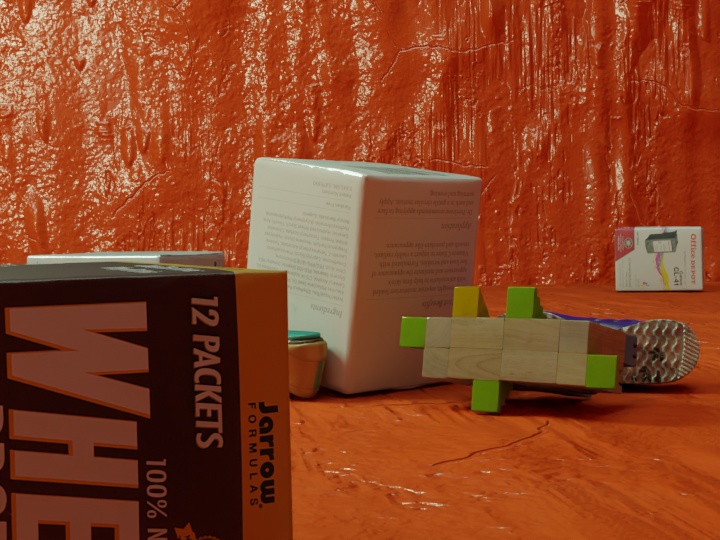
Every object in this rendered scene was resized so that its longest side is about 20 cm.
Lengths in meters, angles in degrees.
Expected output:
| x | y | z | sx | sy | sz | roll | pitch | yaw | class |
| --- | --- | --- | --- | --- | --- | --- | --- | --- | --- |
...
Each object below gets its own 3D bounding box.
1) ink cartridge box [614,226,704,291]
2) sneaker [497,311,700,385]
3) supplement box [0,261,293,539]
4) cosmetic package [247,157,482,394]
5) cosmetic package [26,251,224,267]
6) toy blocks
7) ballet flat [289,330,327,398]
| x | y | z | sx | sy | sz | roll | pitch | yaw | class |
| --- | --- | --- | --- | --- | --- | --- | --- | --- | --- |
| 0.687 | -0.027 | 2.890 | 0.197 | 0.150 | 0.085 | -1 | 2 | 19 | ink cartridge box |
| 0.219 | 0.079 | 1.190 | 0.197 | 0.071 | 0.099 | 4 | -4 | 16 | sneaker |
| -0.154 | 0.067 | 0.504 | 0.197 | 0.135 | 0.197 | -2 | 2 | -27 | supplement box |
| 0.000 | 0.000 | 1.217 | 0.163 | 0.203 | 0.164 | -1 | 10 | -44 | cosmetic package |
| -0.311 | 0.037 | 1.692 | 0.196 | 0.125 | 0.200 | 0 | 1 | 19 | cosmetic package |
| 0.151 | 0.074 | 1.064 | 0.198 | 0.102 | 0.136 | 0 | -9 | 35 | toy blocks |
| -0.110 | 0.079 | 1.169 | 0.068 | 0.064 | 0.198 | -7 | 11 | -43 | ballet flat |
